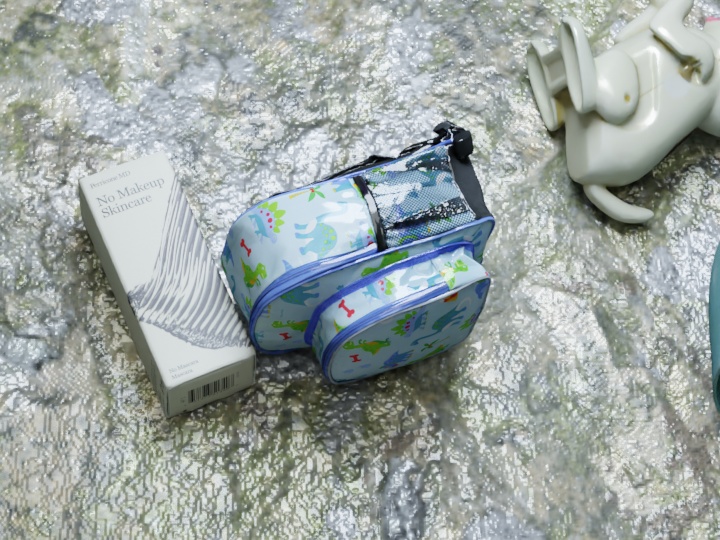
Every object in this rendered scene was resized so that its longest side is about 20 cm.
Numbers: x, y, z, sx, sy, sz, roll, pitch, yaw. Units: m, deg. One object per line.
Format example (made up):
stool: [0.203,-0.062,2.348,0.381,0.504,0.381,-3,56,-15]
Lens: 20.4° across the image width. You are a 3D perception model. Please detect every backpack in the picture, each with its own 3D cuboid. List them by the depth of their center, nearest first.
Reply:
backpack: [0.000,0.000,1.573,0.199,0.183,0.148,-14,69,-13]

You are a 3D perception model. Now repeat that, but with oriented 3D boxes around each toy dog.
toy dog: [0.267,-0.152,1.702,0.199,0.140,0.195,-14,79,-12]

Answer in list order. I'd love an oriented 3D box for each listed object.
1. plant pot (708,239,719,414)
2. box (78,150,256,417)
plant pot: [0.368,0.020,1.596,0.199,0.201,0.162,1,52,-5]
box: [-0.157,0.010,1.618,0.082,0.068,0.201,-21,68,-14]
